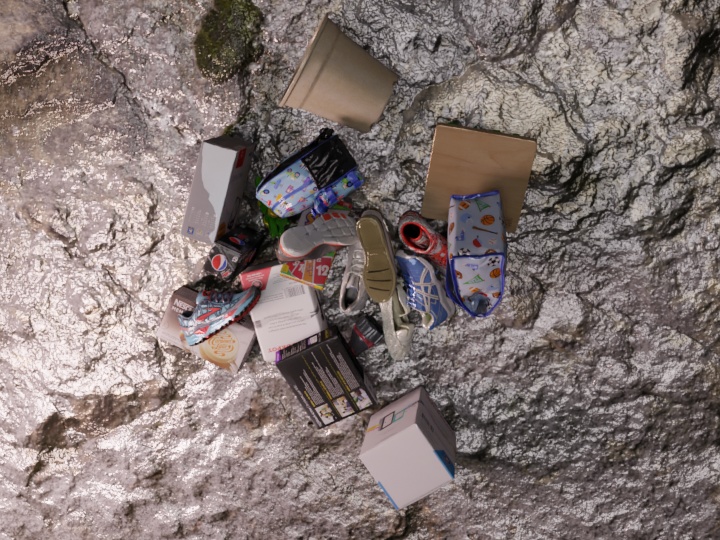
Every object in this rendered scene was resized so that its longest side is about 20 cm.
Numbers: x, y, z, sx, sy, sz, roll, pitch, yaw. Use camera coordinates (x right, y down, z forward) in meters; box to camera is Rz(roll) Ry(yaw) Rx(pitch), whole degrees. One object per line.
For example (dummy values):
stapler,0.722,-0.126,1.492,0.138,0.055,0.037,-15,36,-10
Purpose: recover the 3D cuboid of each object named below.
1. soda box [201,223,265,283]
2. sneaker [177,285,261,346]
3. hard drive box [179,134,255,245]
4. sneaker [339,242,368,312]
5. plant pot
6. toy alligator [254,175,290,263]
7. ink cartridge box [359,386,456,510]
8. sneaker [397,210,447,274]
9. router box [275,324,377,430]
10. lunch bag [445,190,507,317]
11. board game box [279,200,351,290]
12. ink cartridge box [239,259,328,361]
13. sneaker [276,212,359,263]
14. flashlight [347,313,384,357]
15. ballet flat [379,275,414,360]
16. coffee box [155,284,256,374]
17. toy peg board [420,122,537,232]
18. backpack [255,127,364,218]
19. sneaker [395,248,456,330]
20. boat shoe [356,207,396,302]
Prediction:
soda box,-0.260,-0.038,1.717,0.063,0.200,0.071,27,105,1
sneaker,-0.302,0.077,1.731,0.199,0.079,0.096,-32,91,13
hard drive box,-0.294,-0.169,1.714,0.076,0.156,0.201,17,106,3
sneaker,0.000,0.000,1.752,0.074,0.087,0.201,12,103,7
plant pot,-0.036,-0.369,1.630,0.183,0.201,0.201,27,105,-12
toy alligator,-0.173,-0.111,1.745,0.054,0.059,0.201,-12,72,-24
ink cartridge box,0.107,0.374,1.769,0.146,0.200,0.147,-33,97,15
sneaker,0.156,-0.040,1.712,0.201,0.108,0.067,42,105,-4
router box,-0.071,0.230,1.765,0.149,0.051,0.201,-24,117,9
lunch bag,0.228,-0.027,1.630,0.123,0.171,0.200,-3,143,12
board game box,-0.091,-0.067,1.729,0.095,0.030,0.201,19,71,1
ink cartridge box,-0.160,0.079,1.792,0.143,0.084,0.201,-13,100,9
sneaker,-0.088,-0.060,1.680,0.082,0.199,0.077,-49,60,51
flashlight,-0.034,0.185,1.807,0.068,0.068,0.200,40,102,-22
ballet flat,0.080,0.102,1.768,0.071,0.072,0.201,-11,102,10
coffee box,-0.333,0.129,1.828,0.199,0.080,0.115,27,105,0
toy peg board,0.239,-0.201,1.684,0.199,0.098,0.200,11,120,5
backpack,-0.106,-0.173,1.658,0.200,0.183,0.135,-36,94,-3
sneaker,0.127,0.040,1.717,0.077,0.076,0.200,-44,116,-18
boat shoe,0.041,-0.032,1.693,0.074,0.068,0.201,2,120,18
